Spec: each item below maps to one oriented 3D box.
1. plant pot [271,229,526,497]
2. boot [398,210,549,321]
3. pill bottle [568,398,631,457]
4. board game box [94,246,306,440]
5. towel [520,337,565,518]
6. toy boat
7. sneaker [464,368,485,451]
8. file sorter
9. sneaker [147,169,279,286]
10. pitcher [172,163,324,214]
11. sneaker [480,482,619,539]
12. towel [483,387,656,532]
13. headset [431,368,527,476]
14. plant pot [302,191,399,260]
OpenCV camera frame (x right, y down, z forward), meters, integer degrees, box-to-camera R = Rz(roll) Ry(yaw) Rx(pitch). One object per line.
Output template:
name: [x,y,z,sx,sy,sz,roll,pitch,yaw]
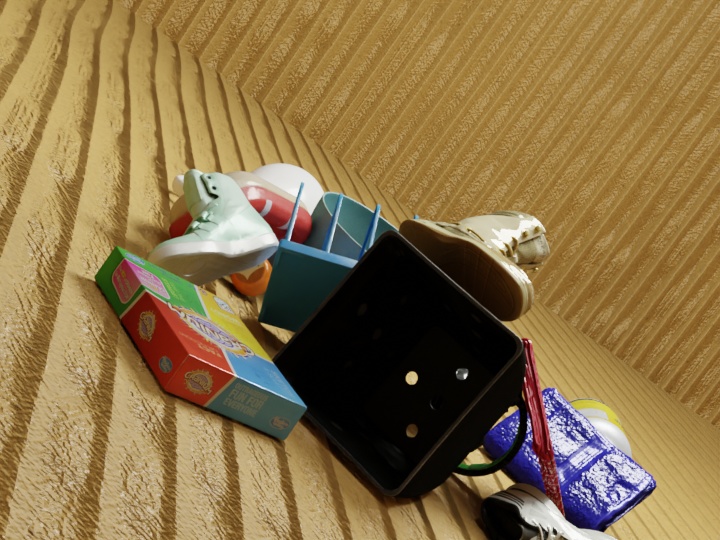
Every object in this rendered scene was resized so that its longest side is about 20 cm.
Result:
plant pot: [0.058,0.116,1.495,0.200,0.200,0.177,41,-1,28]
boot: [0.154,-0.010,1.544,0.154,0.074,0.199,-7,23,-36]
pill bottle: [0.321,0.253,2.006,0.112,0.113,0.200,36,9,-1]
board game box: [-0.154,0.068,1.359,0.152,0.040,0.200,29,12,-41]
towel: [0.202,0.183,1.615,0.201,0.022,0.146,70,11,-55]
toy boat: [-0.141,-0.031,1.738,0.199,0.130,0.132,24,44,-54]
sneaker: [0.136,0.133,1.722,0.075,0.202,0.088,-19,45,-24]
file sorter: [0.000,0.000,1.653,0.198,0.139,0.124,16,50,-3]
sneaker: [-0.185,-0.049,1.568,0.119,0.074,0.200,55,30,13]
pitcher: [-0.150,-0.095,1.978,0.171,0.122,0.199,30,20,23]
sneaker: [0.206,0.302,1.515,0.200,0.076,0.115,33,15,27]
towel: [0.270,0.243,1.844,0.147,0.050,0.200,-29,57,-37]
headset: [0.125,0.134,1.631,0.122,0.203,0.094,-5,-3,10]
plant pot: [-0.008,0.014,1.854,0.199,0.135,0.200,36,15,-11]
